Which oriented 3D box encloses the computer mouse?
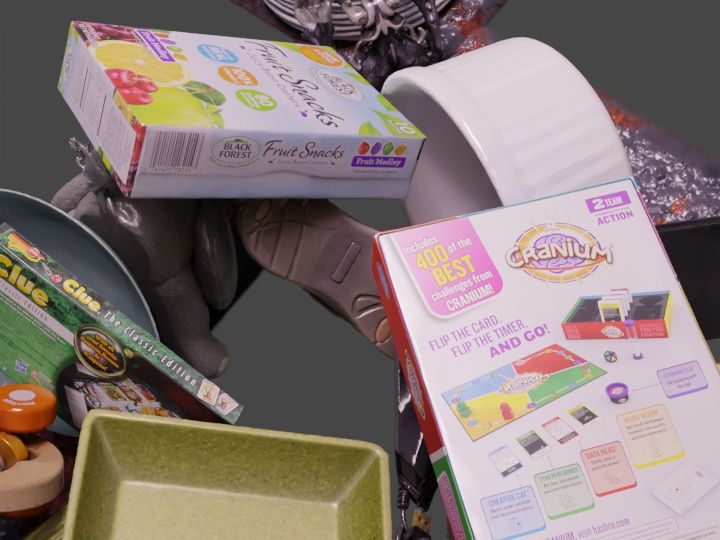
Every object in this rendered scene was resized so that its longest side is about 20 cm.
[{"bbox_3d":[0.047,0.119,0.713,0.045,0.141,0.202,-2,55,6],"label":"computer mouse"}]

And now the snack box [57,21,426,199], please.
[{"bbox_3d":[-0.077,-0.102,0.726,0.198,0.053,0.142,-1,36,-33],"label":"snack box"}]

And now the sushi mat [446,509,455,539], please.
[{"bbox_3d":[0.073,0.108,0.682,0.012,0.201,0.097,4,63,-4],"label":"sushi mat"}]

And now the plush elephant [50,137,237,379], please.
[{"bbox_3d":[-0.137,-0.056,0.822,0.163,0.202,0.155,23,48,20],"label":"plush elephant"}]

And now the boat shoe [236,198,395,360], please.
[{"bbox_3d":[0.000,0.000,0.779,0.199,0.073,0.075,37,90,-22],"label":"boat shoe"}]

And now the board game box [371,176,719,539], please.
[{"bbox_3d":[0.103,0.059,0.573,0.151,0.040,0.202,-12,63,-9],"label":"board game box"}]

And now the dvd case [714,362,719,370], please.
[{"bbox_3d":[0.238,0.083,0.694,0.197,0.149,0.016,7,74,12],"label":"dvd case"}]

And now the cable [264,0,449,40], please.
[{"bbox_3d":[-0.003,-0.293,0.961,0.197,0.069,0.202,14,67,15],"label":"cable"}]

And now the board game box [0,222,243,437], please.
[{"bbox_3d":[-0.181,0.066,0.759,0.199,0.105,0.024,38,39,-1],"label":"board game box"}]

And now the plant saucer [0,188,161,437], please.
[{"bbox_3d":[-0.217,0.025,0.789,0.199,0.203,0.039,16,36,16],"label":"plant saucer"}]

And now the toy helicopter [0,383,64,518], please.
[{"bbox_3d":[-0.288,0.128,0.708,0.197,0.132,0.080,5,106,-11],"label":"toy helicopter"}]

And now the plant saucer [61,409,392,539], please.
[{"bbox_3d":[-0.079,0.187,0.668,0.197,0.048,0.201,8,44,-10],"label":"plant saucer"}]

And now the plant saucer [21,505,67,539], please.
[{"bbox_3d":[-0.199,0.261,0.723,0.199,0.048,0.200,-36,64,-10],"label":"plant saucer"}]

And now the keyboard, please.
[{"bbox_3d":[0.266,0.025,0.744,0.197,0.021,0.129,-7,87,-23],"label":"keyboard"}]

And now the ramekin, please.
[{"bbox_3d":[0.101,-0.057,0.762,0.097,0.201,0.202,-26,62,-13],"label":"ramekin"}]

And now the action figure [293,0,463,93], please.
[{"bbox_3d":[0.009,-0.199,0.853,0.117,0.201,0.103,-18,47,1],"label":"action figure"}]
